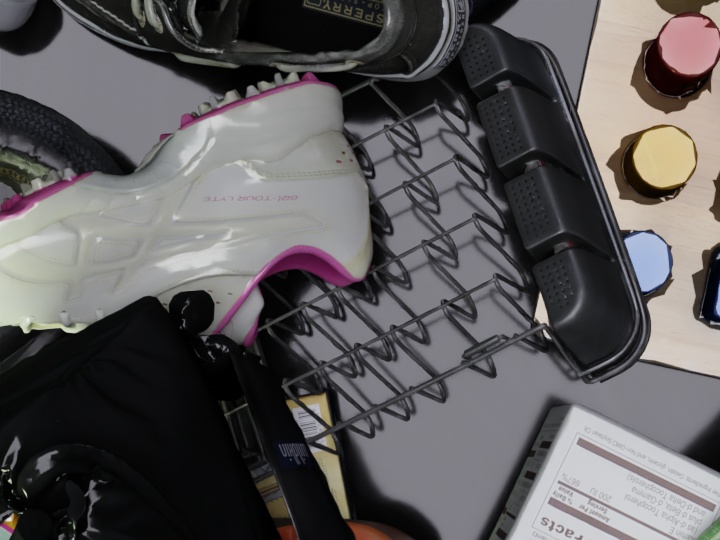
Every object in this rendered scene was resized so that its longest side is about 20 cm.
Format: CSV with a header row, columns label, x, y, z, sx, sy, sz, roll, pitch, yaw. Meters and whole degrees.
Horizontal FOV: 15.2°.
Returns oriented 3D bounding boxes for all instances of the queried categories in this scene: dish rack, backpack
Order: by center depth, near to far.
label,x,y,z,sx,sy,sz,roll,pitch,yaw
backpack,-0.078,0.128,0.954,0.126,0.167,0.200,-22,102,33
dish rack,0.000,0.000,1.075,0.200,0.055,0.154,-26,61,17

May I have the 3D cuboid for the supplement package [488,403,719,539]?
label,x,y,z,sx,sy,sz,roll,pitch,yaw
supplement package,0.142,0.144,1.039,0.200,0.156,0.111,27,87,3

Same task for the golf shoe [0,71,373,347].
label,x,y,z,sx,sy,sz,roll,pitch,yaw
golf shoe,-0.087,-0.001,1.015,0.199,0.075,0.092,-24,92,-6

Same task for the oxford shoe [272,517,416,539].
label,x,y,z,sx,sy,sz,roll,pitch,yaw
oxford shoe,-0.065,0.130,1.062,0.199,0.073,0.072,-1,90,21

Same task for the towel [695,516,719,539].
label,x,y,z,sx,sy,sz,roll,pitch,yaw
towel,0.190,0.130,0.951,0.153,0.023,0.200,44,87,4

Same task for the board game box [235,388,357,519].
label,x,y,z,sx,sy,sz,roll,pitch,yaw
board game box,-0.058,0.159,1.108,0.135,0.035,0.201,-11,88,2

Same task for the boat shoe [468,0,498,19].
label,x,y,z,sx,sy,sz,roll,pitch,yaw
boat shoe,0.011,-0.194,1.107,0.093,0.075,0.200,-29,89,-13

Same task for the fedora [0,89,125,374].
label,x,y,z,sx,sy,sz,roll,pitch,yaw
fedora,-0.177,0.022,1.087,0.200,0.092,0.201,0,85,-5

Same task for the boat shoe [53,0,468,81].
label,x,y,z,sx,sy,sz,roll,pitch,yaw
boat shoe,-0.056,-0.116,1.066,0.199,0.064,0.071,11,99,32

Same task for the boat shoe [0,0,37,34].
label,x,y,z,sx,sy,sz,roll,pitch,yaw
boat shoe,-0.222,-0.155,1.117,0.200,0.071,0.070,39,117,-1

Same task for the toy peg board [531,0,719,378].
label,x,y,z,sx,sy,sz,roll,pitch,yaw
toy peg board,0.185,-0.051,1.074,0.199,0.098,0.200,12,88,3
